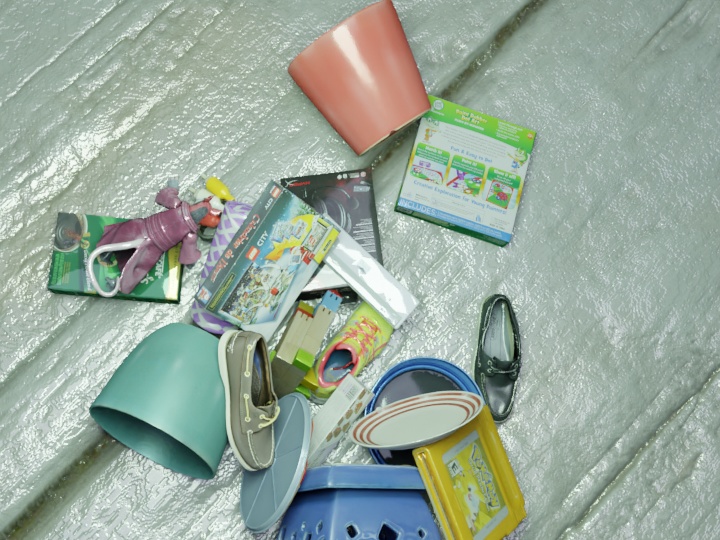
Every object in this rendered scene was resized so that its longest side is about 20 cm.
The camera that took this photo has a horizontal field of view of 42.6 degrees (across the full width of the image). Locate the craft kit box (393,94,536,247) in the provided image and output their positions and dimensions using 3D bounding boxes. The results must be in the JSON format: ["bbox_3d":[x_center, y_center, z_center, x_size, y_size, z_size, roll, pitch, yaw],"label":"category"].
[{"bbox_3d":[0.172,-0.164,1.517,0.196,0.049,0.202,18,79,-4],"label":"craft kit box"}]

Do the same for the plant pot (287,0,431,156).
[{"bbox_3d":[0.010,-0.294,1.454,0.198,0.200,0.179,-33,94,-13],"label":"plant pot"}]

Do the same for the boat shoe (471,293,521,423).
[{"bbox_3d":[0.219,0.134,1.448,0.073,0.066,0.204,8,77,-6],"label":"boat shoe"}]

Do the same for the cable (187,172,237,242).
[{"bbox_3d":[-0.186,-0.077,1.411,0.197,0.050,0.099,21,85,27],"label":"cable"}]

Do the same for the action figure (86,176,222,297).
[{"bbox_3d":[-0.295,-0.060,1.330,0.197,0.149,0.136,-29,87,8],"label":"action figure"}]

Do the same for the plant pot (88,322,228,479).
[{"bbox_3d":[-0.259,0.175,1.314,0.198,0.201,0.163,27,62,-1],"label":"plant pot"}]

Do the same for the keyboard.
[{"bbox_3d":[0.000,0.000,1.390,0.200,0.011,0.056,43,76,5],"label":"keyboard"}]

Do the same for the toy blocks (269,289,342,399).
[{"bbox_3d":[-0.089,0.103,1.361,0.099,0.200,0.138,28,61,-5],"label":"toy blocks"}]

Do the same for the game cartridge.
[{"bbox_3d":[0.164,0.305,1.322,0.199,0.032,0.180,-18,86,-54],"label":"game cartridge"}]

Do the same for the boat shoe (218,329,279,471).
[{"bbox_3d":[-0.146,0.181,1.269,0.058,0.071,0.205,-2,101,32],"label":"boat shoe"}]

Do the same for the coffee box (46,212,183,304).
[{"bbox_3d":[-0.368,-0.019,1.409,0.195,0.044,0.126,7,77,-6],"label":"coffee box"}]

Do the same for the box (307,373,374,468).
[{"bbox_3d":[-0.058,0.246,1.368,0.041,0.039,0.201,37,90,37],"label":"box"}]

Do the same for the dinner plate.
[{"bbox_3d":[0.081,0.217,1.309,0.196,0.200,0.025,-18,99,-11],"label":"dinner plate"}]

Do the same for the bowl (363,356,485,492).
[{"bbox_3d":[0.099,0.236,1.424,0.196,0.039,0.206,2,78,-8],"label":"bowl"}]

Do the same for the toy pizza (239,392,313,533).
[{"bbox_3d":[-0.114,0.274,1.312,0.031,0.199,0.204,24,75,-24],"label":"toy pizza"}]

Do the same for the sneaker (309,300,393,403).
[{"bbox_3d":[-0.007,0.117,1.408,0.078,0.090,0.201,35,73,3],"label":"sneaker"}]

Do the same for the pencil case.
[{"bbox_3d":[-0.188,-0.002,1.370,0.084,0.084,0.203,8,112,-36],"label":"pencil case"}]

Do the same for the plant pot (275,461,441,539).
[{"bbox_3d":[-0.007,0.367,1.284,0.196,0.199,0.184,8,70,-27],"label":"plant pot"}]

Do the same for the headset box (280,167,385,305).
[{"bbox_3d":[-0.043,-0.045,1.439,0.145,0.077,0.205,-6,78,-3],"label":"headset box"}]

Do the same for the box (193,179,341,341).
[{"bbox_3d":[-0.131,-0.011,1.327,0.038,0.136,0.202,35,91,45],"label":"box"}]
